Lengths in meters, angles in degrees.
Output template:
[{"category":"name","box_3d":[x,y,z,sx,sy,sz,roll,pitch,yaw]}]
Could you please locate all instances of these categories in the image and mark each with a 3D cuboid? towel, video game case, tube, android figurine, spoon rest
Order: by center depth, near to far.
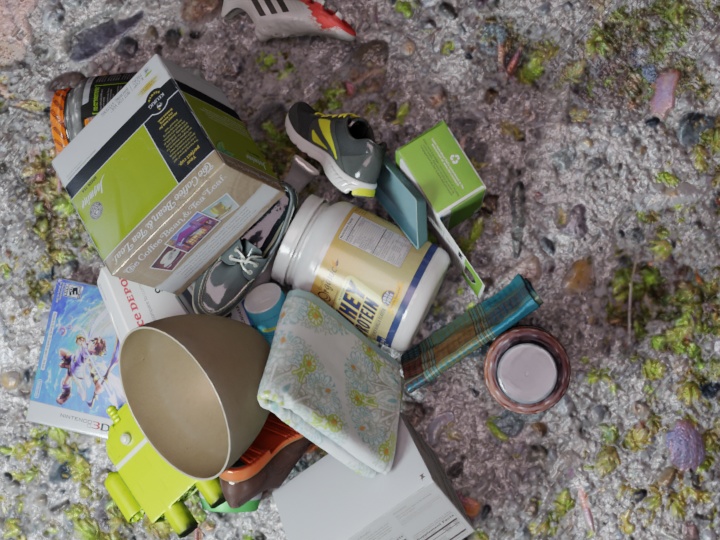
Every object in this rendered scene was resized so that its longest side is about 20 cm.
[{"category":"towel","box_3d":[-0.029,0.137,1.535,0.200,0.172,0.048,38,129,-24]},{"category":"towel","box_3d":[0.136,0.076,1.598,0.199,0.147,0.022,-34,99,5]},{"category":"tube","box_3d":[-0.088,0.101,1.626,0.077,0.201,0.051,-19,41,10]},{"category":"android figurine","box_3d":[-0.255,0.238,1.630,0.182,0.041,0.200,-42,72,15]},{"category":"spoon rest","box_3d":[-0.127,-0.055,1.633,0.099,0.061,0.200,37,82,-2]},{"category":"video game case","box_3d":[-0.343,0.125,1.715,0.180,0.045,0.201,11,87,8]}]

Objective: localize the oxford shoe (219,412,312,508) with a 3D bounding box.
[{"category":"oxford shoe","box_3d":[-0.110,0.233,1.624,0.071,0.200,0.073,20,124,36]}]

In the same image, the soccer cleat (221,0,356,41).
[{"category":"soccer cleat","box_3d":[-0.099,-0.340,1.710,0.199,0.069,0.086,28,98,13]}]

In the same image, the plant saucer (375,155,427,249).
[{"category":"plant saucer","box_3d":[0.044,-0.101,1.607,0.019,0.200,0.070,-13,121,-15]}]

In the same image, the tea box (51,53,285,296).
[{"category":"tea box","box_3d":[-0.235,-0.113,1.538,0.200,0.133,0.197,-41,60,16]}]

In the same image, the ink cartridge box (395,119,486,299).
[{"category":"ink cartridge box","box_3d":[0.127,-0.073,1.607,0.076,0.148,0.201,-33,82,-3]}]

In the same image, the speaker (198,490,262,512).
[{"category":"speaker","box_3d":[-0.168,0.213,1.661,0.088,0.088,0.202,1,86,9]}]

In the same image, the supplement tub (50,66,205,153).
[{"category":"supplement tub","box_3d":[-0.305,-0.204,1.697,0.198,0.123,0.124,-3,85,8]}]

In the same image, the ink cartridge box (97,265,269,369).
[{"category":"ink cartridge box","box_3d":[-0.224,0.036,1.648,0.199,0.084,0.145,-22,82,-19]}]

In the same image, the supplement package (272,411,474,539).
[{"category":"supplement package","box_3d":[0.013,0.300,1.576,0.199,0.156,0.111,-35,124,4]}]

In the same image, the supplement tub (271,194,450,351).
[{"category":"supplement tub","box_3d":[0.000,0.000,1.617,0.199,0.144,0.145,26,89,6]}]

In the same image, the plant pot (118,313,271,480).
[{"category":"plant pot","box_3d":[-0.178,0.133,1.529,0.200,0.134,0.201,24,127,35]}]

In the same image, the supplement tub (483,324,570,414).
[{"category":"supplement tub","box_3d":[0.204,0.121,1.551,0.106,0.200,0.108,0,89,7]}]

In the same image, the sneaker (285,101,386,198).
[{"category":"sneaker","box_3d":[-0.025,-0.174,1.644,0.200,0.074,0.085,47,117,38]}]

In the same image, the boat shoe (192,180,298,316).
[{"category":"boat shoe","box_3d":[-0.144,-0.027,1.566,0.073,0.062,0.201,35,82,-5]}]
